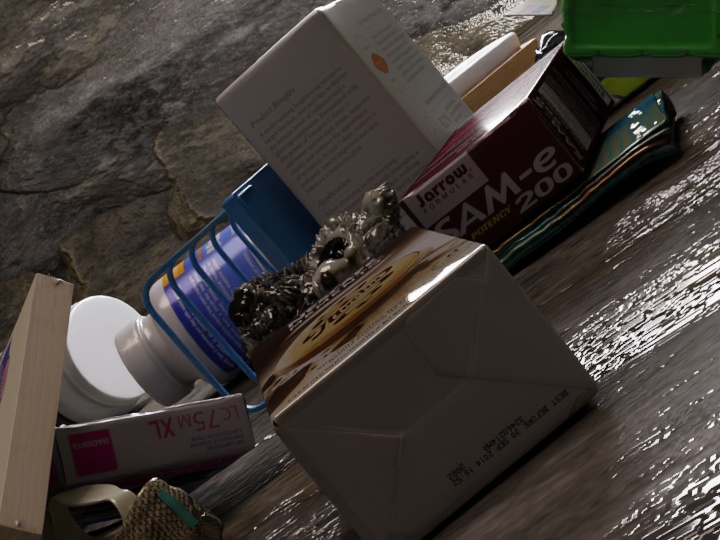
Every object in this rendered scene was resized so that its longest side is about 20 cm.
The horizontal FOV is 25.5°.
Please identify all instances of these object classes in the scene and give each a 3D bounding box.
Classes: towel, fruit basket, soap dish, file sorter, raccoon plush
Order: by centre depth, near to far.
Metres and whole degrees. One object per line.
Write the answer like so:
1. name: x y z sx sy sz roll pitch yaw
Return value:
1. raccoon plush: 0.000 0.000 0.998 0.134 0.097 0.200 -42 6 19
2. towel: 0.121 -0.040 1.027 0.200 0.022 0.147 -38 5 17
3. fruit basket: 0.215 -0.185 1.084 0.185 0.094 0.200 3 13 22
4. file sorter: -0.059 -0.003 1.226 0.123 0.139 0.200 -38 6 26
5. soap dish: 0.094 -0.153 1.656 0.200 0.081 0.157 -41 7 -18

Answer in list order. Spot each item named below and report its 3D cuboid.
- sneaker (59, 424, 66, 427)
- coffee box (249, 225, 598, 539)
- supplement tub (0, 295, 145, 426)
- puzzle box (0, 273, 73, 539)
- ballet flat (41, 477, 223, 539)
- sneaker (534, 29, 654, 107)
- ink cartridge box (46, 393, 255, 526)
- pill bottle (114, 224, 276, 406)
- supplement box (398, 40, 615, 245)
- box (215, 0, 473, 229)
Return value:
1. sneaker: -0.264 0.177 1.355 0.079 0.078 0.200 -45 19 -15
2. coffee box: 0.019 0.046 0.721 0.113 0.080 0.200 -39 7 -3
3. supplement tub: -0.332 0.124 1.785 0.200 0.140 0.140 -32 9 39
4. puzzle box: -0.203 0.113 0.913 0.200 0.025 0.133 -94 27 -49
5. ballet flat: -0.153 0.158 0.897 0.200 0.075 0.068 -32 12 45
6. sneaker: 0.158 -0.148 1.284 0.200 0.081 0.074 -39 6 -3
7. ink cartridge box: -0.154 0.128 0.992 0.119 0.042 0.200 -8 -14 -27
8. pill bottle: -0.117 0.030 1.411 0.200 0.112 0.112 -36 7 7
9. supplement box: 0.102 -0.081 1.052 0.109 0.061 0.200 -38 5 23
10. box: 0.012 -0.097 1.190 0.106 0.200 0.152 -39 5 21
